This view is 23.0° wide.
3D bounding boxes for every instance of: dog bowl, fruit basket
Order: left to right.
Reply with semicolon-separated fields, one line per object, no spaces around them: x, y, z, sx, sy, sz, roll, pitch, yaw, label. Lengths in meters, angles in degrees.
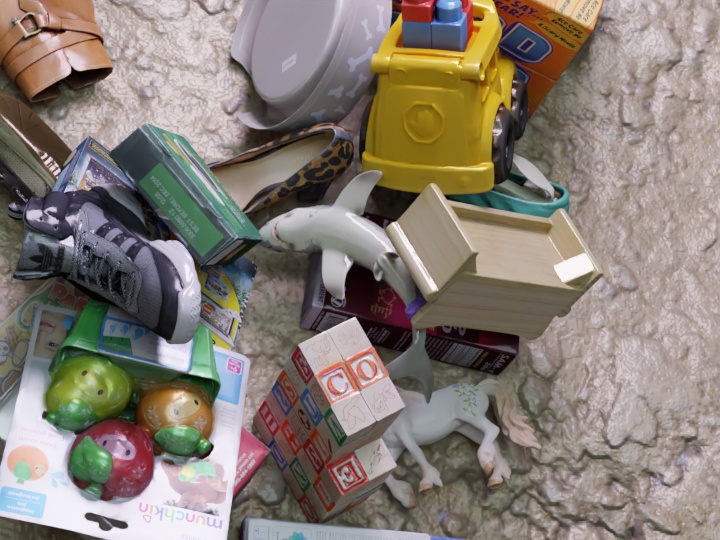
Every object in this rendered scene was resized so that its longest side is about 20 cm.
-0.183;0.122;1.399;0.184;0.094;0.201;15;45;-10;fruit basket
-0.045;-0.218;1.654;0.058;0.200;0.201;19;63;-33;dog bowl

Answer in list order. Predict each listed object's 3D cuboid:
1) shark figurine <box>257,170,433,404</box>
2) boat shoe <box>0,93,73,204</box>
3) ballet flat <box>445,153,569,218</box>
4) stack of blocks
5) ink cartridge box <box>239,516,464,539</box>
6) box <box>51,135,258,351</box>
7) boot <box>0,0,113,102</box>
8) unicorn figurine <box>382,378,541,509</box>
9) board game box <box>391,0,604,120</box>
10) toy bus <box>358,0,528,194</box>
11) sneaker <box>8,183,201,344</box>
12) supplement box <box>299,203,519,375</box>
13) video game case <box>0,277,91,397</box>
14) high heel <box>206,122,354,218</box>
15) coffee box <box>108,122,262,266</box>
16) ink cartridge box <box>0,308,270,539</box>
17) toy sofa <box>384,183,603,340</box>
0.021;0.003;1.576;0.128;0.089;0.215;-45;71;8;shark figurine
-0.277;-0.070;1.599;0.200;0.065;0.073;49;26;7;boat shoe
0.113;-0.094;1.704;0.199;0.071;0.067;23;29;-7;ballet flat
-0.023;0.134;1.509;0.058;0.200;0.116;-25;76;-23;stack of blocks
-0.009;0.284;1.541;0.198;0.042;0.120;6;67;-10;ink cartridge box
-0.186;-0.010;1.547;0.200;0.038;0.137;39;34;-20;box
-0.340;-0.221;1.647;0.199;0.077;0.156;-20;79;-29;boot
0.055;0.139;1.606;0.199;0.074;0.138;-2;59;-31;unicorn figurine
0.134;-0.305;1.726;0.199;0.200;0.201;25;64;-4;board game box
0.075;-0.189;1.601;0.135;0.193;0.200;4;30;15;toy bus
-0.207;-0.002;1.387;0.113;0.076;0.200;-2;32;-33;sneaker
0.051;0.018;1.652;0.199;0.061;0.110;13;65;-10;supplement box
-0.238;0.108;1.561;0.200;0.023;0.182;42;65;4;video game case
-0.107;-0.087;1.606;0.199;0.143;0.072;-13;74;-19;high heel
-0.143;-0.061;1.494;0.044;0.200;0.123;-39;90;3;coffee box
-0.201;0.151;1.496;0.200;0.083;0.145;40;64;3;ink cartridge box
0.112;-0.005;1.564;0.199;0.098;0.083;7;44;-46;toy sofa
